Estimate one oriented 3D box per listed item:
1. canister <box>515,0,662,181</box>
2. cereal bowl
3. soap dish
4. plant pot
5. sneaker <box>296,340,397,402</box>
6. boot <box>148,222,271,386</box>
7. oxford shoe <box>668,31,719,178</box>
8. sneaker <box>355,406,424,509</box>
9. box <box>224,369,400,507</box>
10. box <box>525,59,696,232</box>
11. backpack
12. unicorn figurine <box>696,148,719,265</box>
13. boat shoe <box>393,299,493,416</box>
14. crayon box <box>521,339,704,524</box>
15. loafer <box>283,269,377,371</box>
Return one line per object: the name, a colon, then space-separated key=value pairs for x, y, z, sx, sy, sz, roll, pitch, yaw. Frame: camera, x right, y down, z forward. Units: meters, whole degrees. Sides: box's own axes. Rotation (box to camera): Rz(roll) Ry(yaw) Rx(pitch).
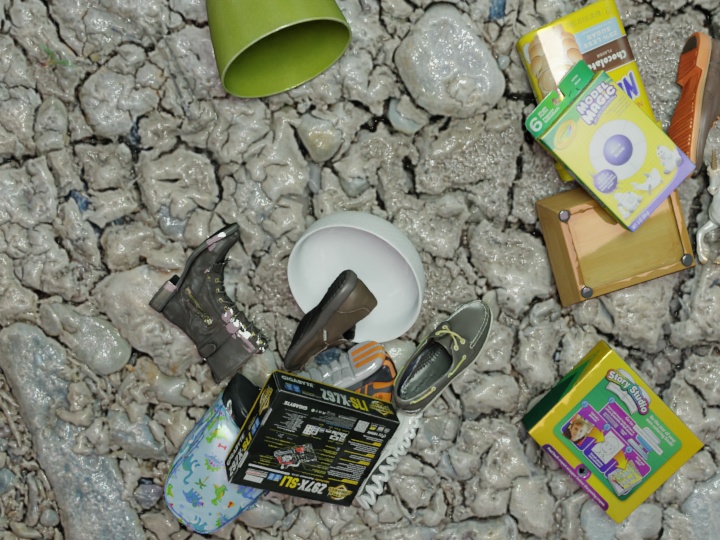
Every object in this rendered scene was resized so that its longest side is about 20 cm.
canister: x=0.309 y=-0.244 z=1.032 sx=0.146 sy=0.087 sz=0.204 roll=-22 pitch=96 yaw=6
cereal bowl: x=0.000 y=0.000 z=1.064 sx=0.195 sy=0.084 sz=0.204 roll=9 pitch=127 yaw=12
soap dish: x=0.361 y=-0.049 z=1.061 sx=0.196 sy=0.081 sz=0.161 roll=-17 pitch=98 yaw=5
plant pot: x=-0.131 y=-0.365 z=0.998 sx=0.184 sy=0.187 sz=0.204 roll=-23 pitch=82 yaw=6
sneaker: x=-0.032 y=0.190 z=1.100 sx=0.197 sy=0.078 sz=0.113 roll=-25 pitch=128 yaw=9
boot: x=-0.195 y=0.050 z=1.112 sx=0.174 sy=0.069 sz=0.200 roll=44 pitch=105 yaw=-7
oxford shoe: x=0.466 y=-0.218 z=1.019 sx=0.071 sy=0.071 sz=0.205 roll=12 pitch=84 yaw=-5
sneaker: x=0.032 y=0.254 z=1.129 sx=0.080 sy=0.075 sz=0.202 roll=32 pitch=98 yaw=6
box: x=-0.064 y=0.234 z=1.039 sx=0.197 sy=0.050 sz=0.162 roll=19 pitch=112 yaw=-28
box: x=0.317 y=-0.162 z=0.975 sx=0.200 sy=0.048 sz=0.118 roll=43 pitch=99 yaw=-3
backpack: x=-0.199 y=0.285 z=1.115 sx=0.199 sy=0.154 sz=0.163 roll=-40 pitch=102 yaw=20
unicorn figurine: x=0.531 y=-0.070 z=1.063 sx=0.196 sy=0.074 sz=0.141 roll=16 pitch=90 yaw=-15
boat shoe: x=0.120 y=0.119 z=1.080 sx=0.071 sy=0.061 sz=0.202 roll=36 pitch=80 yaw=22
crayon box: x=0.367 y=0.237 z=1.116 sx=0.200 sy=0.058 sz=0.173 roll=44 pitch=97 yaw=-5
loafer: x=-0.043 y=0.085 z=1.042 sx=0.070 sy=0.074 sz=0.200 roll=32 pitch=132 yaw=-10
